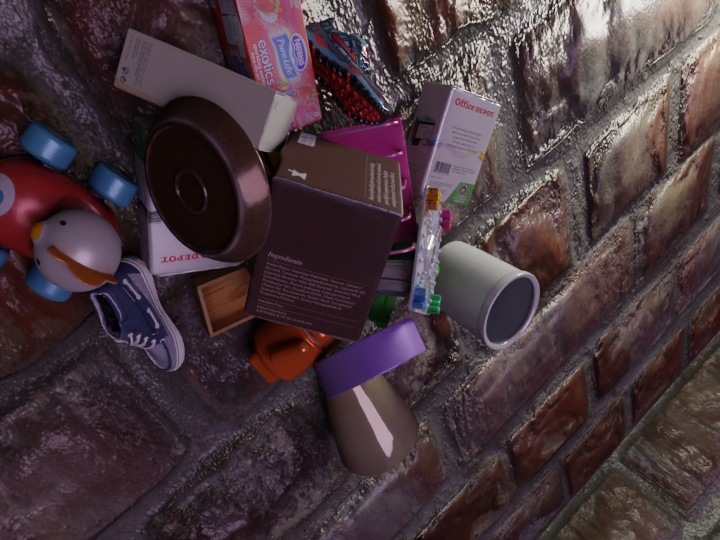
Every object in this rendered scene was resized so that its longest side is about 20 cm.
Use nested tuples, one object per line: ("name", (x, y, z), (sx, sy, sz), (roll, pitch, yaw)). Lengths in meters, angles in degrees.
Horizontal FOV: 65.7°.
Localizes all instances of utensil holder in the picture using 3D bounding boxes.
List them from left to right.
("utensil holder", (0.255, 0.045, 1.205), (0.167, 0.199, 0.174), (-19, 125, -30))

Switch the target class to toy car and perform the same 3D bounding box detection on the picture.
("toy car", (-0.357, -0.042, 0.662), (0.176, 0.199, 0.186), (35, 89, -44))

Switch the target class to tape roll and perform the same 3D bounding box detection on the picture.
("tape roll", (0.016, 0.155, 0.992), (0.197, 0.200, 0.067), (-22, 81, -29))

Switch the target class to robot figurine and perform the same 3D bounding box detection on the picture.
("robot figurine", (-0.107, 0.113, 0.980), (0.199, 0.118, 0.143), (-39, 154, 16))

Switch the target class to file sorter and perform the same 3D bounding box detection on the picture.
("file sorter", (0.013, -0.129, 0.894), (0.135, 0.126, 0.205), (-9, 103, 7))

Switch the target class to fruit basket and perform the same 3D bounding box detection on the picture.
("fruit basket", (0.074, -0.002, 1.067), (0.209, 0.156, 0.221), (-3, 109, -9))

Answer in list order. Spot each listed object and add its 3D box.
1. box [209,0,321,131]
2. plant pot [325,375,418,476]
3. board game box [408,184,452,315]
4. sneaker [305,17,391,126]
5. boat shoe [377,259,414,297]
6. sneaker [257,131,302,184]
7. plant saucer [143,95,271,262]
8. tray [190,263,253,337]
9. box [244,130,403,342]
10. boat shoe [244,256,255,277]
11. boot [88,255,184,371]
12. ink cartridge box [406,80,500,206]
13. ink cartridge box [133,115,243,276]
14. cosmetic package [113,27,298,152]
("box", (-0.131, -0.302, 0.777), (0.094, 0.099, 0.204), (-27, 127, -24))
("plant pot", (0.005, 0.280, 1.159), (0.186, 0.186, 0.203), (-34, 118, -19))
("board game box", (0.127, -0.026, 0.980), (0.200, 0.025, 0.206), (22, 75, -73))
("sneaker", (-0.013, -0.302, 0.816), (0.095, 0.201, 0.080), (-37, 166, -19))
("boat shoe", (0.000, 0.000, 0.957), (0.072, 0.195, 0.068), (34, 64, -63))
("sneaker", (-0.120, -0.143, 0.873), (0.088, 0.072, 0.201), (-8, 159, -2))
("plant saucer", (-0.191, -0.097, 0.658), (0.034, 0.196, 0.205), (-38, 135, -48))
("tray", (-0.182, 0.025, 0.953), (0.197, 0.037, 0.101), (-24, 126, -26))
("box", (-0.049, -0.046, 0.748), (0.160, 0.167, 0.203), (15, 122, -7))
("boat shoe", (-0.153, -0.026, 0.893), (0.071, 0.067, 0.206), (-17, 103, -35))
("boot", (-0.329, 0.087, 0.819), (0.091, 0.071, 0.204), (-66, 147, -55))
("ink cartridge box", (0.165, -0.238, 1.062), (0.142, 0.084, 0.205), (2, 112, -39))
("ink cartridge box", (-0.242, -0.108, 0.798), (0.143, 0.084, 0.205), (-8, 118, -32))
("cosmetic package", (-0.188, -0.221, 0.697), (0.104, 0.196, 0.075), (-44, 158, -77))
